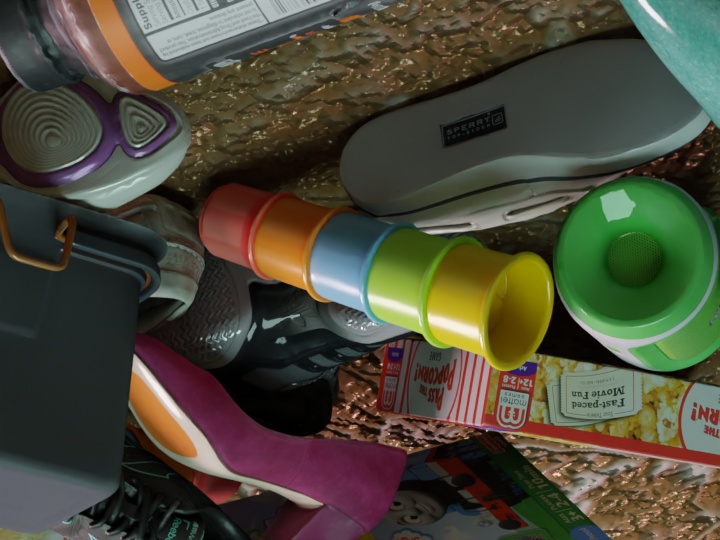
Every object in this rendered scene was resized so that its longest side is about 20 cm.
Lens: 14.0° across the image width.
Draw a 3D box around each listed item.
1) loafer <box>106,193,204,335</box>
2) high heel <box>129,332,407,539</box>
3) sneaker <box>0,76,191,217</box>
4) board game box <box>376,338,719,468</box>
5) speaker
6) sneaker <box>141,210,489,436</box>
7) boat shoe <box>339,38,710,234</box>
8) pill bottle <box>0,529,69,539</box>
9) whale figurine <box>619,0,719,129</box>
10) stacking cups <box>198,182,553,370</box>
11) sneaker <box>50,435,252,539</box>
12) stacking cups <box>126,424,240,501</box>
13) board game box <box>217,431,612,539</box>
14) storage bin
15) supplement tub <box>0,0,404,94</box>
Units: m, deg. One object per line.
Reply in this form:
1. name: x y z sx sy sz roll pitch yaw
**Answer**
1. loafer: -0.165 0.029 1.574 0.199 0.070 0.070 -31 138 32
2. high heel: -0.051 0.078 1.578 0.200 0.096 0.067 48 158 -27
3. sneaker: -0.165 -0.045 1.482 0.199 0.075 0.100 -14 153 25
4. board game box: 0.129 0.076 1.644 0.199 0.047 0.151 10 177 -22
5. speaker: 0.151 0.004 1.518 0.088 0.089 0.200 -13 171 10
6. sneaker: -0.012 0.030 1.602 0.199 0.076 0.114 -9 146 15
7. boat shoe: 0.090 -0.059 1.492 0.199 0.072 0.066 -18 147 18
8. pill bottle: -0.221 0.190 1.758 0.111 0.113 0.201 -4 144 -3
9. whale figurine: 0.174 -0.115 1.372 0.199 0.105 0.159 18 173 -25
10. stacking cups: 0.000 0.000 1.484 0.199 0.061 0.061 15 158 35
11. sneaker: -0.129 0.120 1.579 0.079 0.076 0.200 20 173 43
12. stacking cups: -0.150 0.116 1.656 0.199 0.061 0.060 6 146 -42
13. board game box: 0.029 0.162 1.679 0.199 0.151 0.037 -14 122 -24
14. storage bin: -0.192 0.039 1.413 0.199 0.135 0.145 16 150 -35
15. supplement tub: -0.070 -0.145 1.315 0.199 0.108 0.107 -18 143 17
